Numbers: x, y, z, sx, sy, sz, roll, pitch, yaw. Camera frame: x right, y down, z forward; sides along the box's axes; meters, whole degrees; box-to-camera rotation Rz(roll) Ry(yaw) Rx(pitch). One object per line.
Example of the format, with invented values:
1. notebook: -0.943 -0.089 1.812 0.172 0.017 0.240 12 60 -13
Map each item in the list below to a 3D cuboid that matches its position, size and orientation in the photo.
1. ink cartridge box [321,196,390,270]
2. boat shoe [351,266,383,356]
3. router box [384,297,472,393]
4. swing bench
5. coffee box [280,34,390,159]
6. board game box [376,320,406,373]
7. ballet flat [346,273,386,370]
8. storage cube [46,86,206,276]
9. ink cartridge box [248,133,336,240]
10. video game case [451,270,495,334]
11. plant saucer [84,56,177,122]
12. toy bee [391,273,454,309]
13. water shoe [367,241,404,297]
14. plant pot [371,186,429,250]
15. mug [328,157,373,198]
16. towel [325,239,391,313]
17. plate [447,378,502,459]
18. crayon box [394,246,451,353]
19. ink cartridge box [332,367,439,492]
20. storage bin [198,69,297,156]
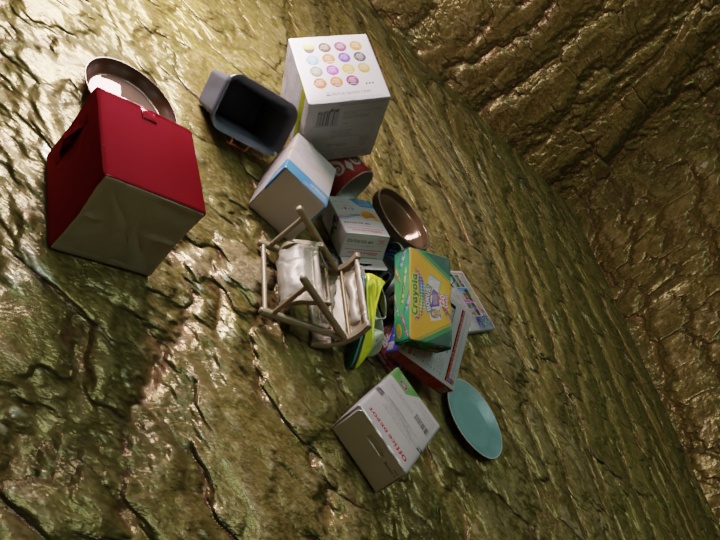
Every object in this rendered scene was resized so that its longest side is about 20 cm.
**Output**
1. ink cartridge box: -0.007 -0.087 1.587 0.112 0.069 0.202 4 35 -24
2. boat shoe: 0.008 0.087 1.476 0.072 0.068 0.206 67 8 -72
3. router box: 0.158 0.140 1.543 0.178 0.048 0.204 37 56 -24
4. swing bench: -0.091 0.025 1.347 0.199 0.129 0.202 37 29 -36
5. coffee box: -0.068 -0.404 1.619 0.194 0.201 0.202 -9 63 -18
6. board game box: 0.088 0.170 1.564 0.104 0.019 0.199 53 27 5
7. ballet flat: 0.019 0.105 1.401 0.065 0.067 0.206 14 70 -20
8. storage cube: -0.360 -0.130 1.058 0.198 0.170 0.183 22 39 -44
9. ink cartridge box: -0.143 -0.191 1.517 0.125 0.128 0.202 41 29 -19
10. video game case: 0.297 0.089 1.984 0.180 0.024 0.203 3 53 -56
11. plant saucer: -0.439 -0.316 1.310 0.199 0.034 0.203 37 31 -26
12. toy bee: 0.140 0.081 1.655 0.195 0.110 0.133 3 47 -33
13. water shoe: 0.058 -0.022 1.631 0.078 0.072 0.202 35 27 -17
14. plant pot: 0.086 -0.112 1.819 0.200 0.092 0.203 38 30 -26
15. mug: -0.082 -0.280 1.718 0.202 0.133 0.177 54 17 12
16. towel: 0.000 0.000 1.628 0.199 0.034 0.194 41 26 -17
17. plate: 0.261 0.349 1.612 0.199 0.025 0.203 37 31 -27
18. crayon box: 0.134 0.065 1.477 0.116 0.058 0.206 14 67 -32
19. ink cartridge box: 0.051 0.292 1.287 0.148 0.084 0.199 54 27 5
20. storage bin: -0.264 -0.354 1.541 0.198 0.148 0.134 21 12 -44
